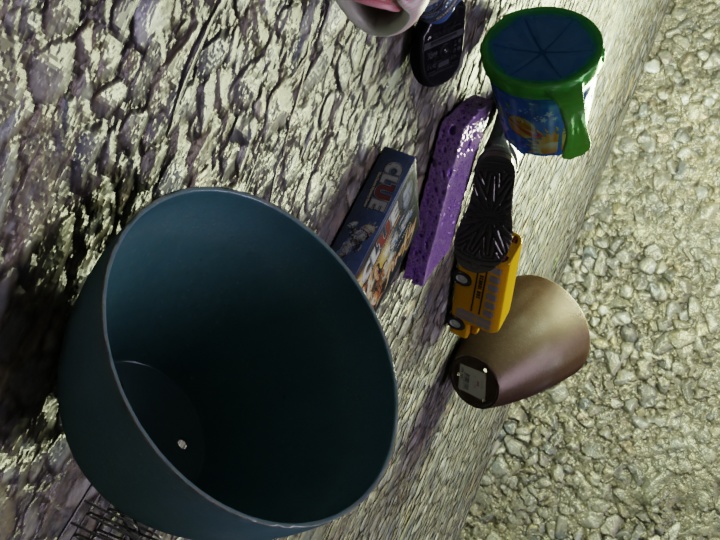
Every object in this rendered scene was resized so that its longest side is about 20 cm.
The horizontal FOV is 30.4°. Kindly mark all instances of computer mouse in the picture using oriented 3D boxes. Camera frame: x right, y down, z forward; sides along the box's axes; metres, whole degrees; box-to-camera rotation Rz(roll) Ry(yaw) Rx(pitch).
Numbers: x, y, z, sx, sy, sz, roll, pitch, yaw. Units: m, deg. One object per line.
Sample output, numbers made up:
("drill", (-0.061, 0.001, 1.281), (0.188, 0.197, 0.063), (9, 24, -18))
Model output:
("computer mouse", (0.069, -0.254, 1.176), (0.058, 0.034, 0.201), (-25, 136, -33))

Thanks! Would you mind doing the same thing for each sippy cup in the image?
("sippy cup", (0.206, -0.204, 1.493), (0.131, 0.139, 0.179), (78, 27, -48))

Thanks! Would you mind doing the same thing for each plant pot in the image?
("plant pot", (-0.095, 0.072, 0.767), (0.135, 0.200, 0.200), (-35, -169, 40))
("plant pot", (0.233, 0.132, 2.096), (0.200, 0.186, 0.188), (-33, 144, -43))

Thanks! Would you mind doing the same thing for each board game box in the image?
("board game box", (0.000, 0.000, 1.266), (0.136, 0.034, 0.201), (81, 33, -63))

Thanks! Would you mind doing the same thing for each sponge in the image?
("sponge", (0.098, -0.092, 1.509), (0.112, 0.030, 0.201), (-47, 154, -59))

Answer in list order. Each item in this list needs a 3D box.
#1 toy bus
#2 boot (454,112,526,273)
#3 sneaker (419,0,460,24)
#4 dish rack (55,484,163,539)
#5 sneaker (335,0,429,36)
("toy bus", (0.172, 0.021, 1.848), (0.201, 0.078, 0.065), (92, 24, -53))
("boot", (0.170, -0.117, 1.636), (0.200, 0.072, 0.183), (-75, 180, -58))
("sneaker", (0.089, -0.290, 1.089), (0.201, 0.077, 0.085), (-56, 155, -11))
("dish rack", (-0.171, 0.206, 0.890), (0.154, 0.054, 0.201), (90, 25, -57))
("sneaker", (0.029, -0.230, 0.853), (0.201, 0.075, 0.105), (102, 10, -60))
